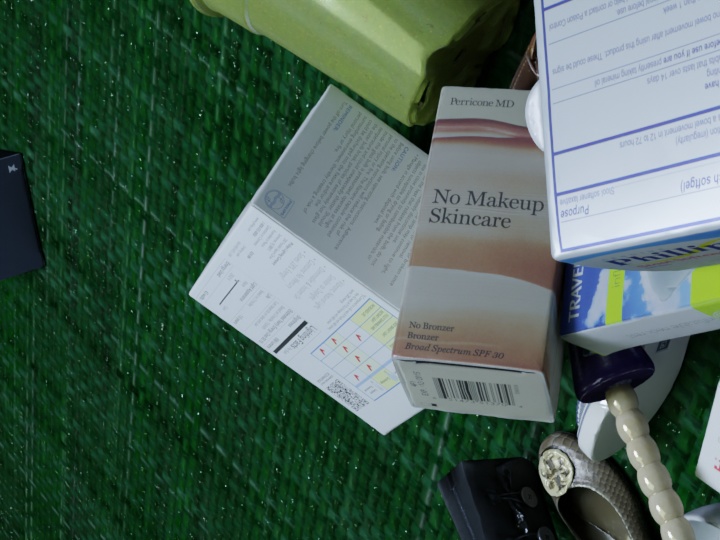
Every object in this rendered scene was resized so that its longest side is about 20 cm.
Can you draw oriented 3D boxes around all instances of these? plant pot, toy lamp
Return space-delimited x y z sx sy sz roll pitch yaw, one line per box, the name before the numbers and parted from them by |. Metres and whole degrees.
plant pot | 0.009 -0.208 1.021 0.190 0.200 0.201 42 138 13
toy lamp | 0.185 0.122 0.911 0.058 0.058 0.202 -45 58 52

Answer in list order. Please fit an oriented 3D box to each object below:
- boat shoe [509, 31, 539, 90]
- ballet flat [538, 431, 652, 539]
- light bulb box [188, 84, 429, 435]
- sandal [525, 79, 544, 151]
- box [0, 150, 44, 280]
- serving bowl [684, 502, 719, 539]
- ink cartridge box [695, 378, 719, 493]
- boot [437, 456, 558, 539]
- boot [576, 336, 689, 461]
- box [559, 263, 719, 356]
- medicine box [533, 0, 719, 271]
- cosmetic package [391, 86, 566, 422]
boat shoe | 0.140 -0.146 0.956 0.072 0.067 0.201 55 142 17
ballet flat | 0.195 0.214 1.083 0.201 0.046 0.067 58 142 14
light bulb box | 0.000 0.000 1.073 0.199 0.125 0.198 35 153 -6
sandal | 0.197 -0.135 0.875 0.205 0.059 0.080 -24 86 30
box | -0.505 -0.072 1.795 0.199 0.106 0.151 11 115 49
serving bowl | 0.288 0.235 0.936 0.201 0.065 0.201 53 160 28
ink cartridge box | 0.297 0.070 0.845 0.144 0.084 0.202 35 131 39
boot | 0.155 0.246 1.112 0.066 0.164 0.201 -43 51 25
boot | 0.182 0.033 1.000 0.090 0.072 0.202 44 129 37
box | 0.187 -0.023 0.842 0.199 0.047 0.124 -20 57 57
medicine box | 0.185 -0.112 0.701 0.181 0.102 0.203 -12 79 52
cosmetic package | 0.090 -0.013 0.932 0.102 0.202 0.088 3 153 14
